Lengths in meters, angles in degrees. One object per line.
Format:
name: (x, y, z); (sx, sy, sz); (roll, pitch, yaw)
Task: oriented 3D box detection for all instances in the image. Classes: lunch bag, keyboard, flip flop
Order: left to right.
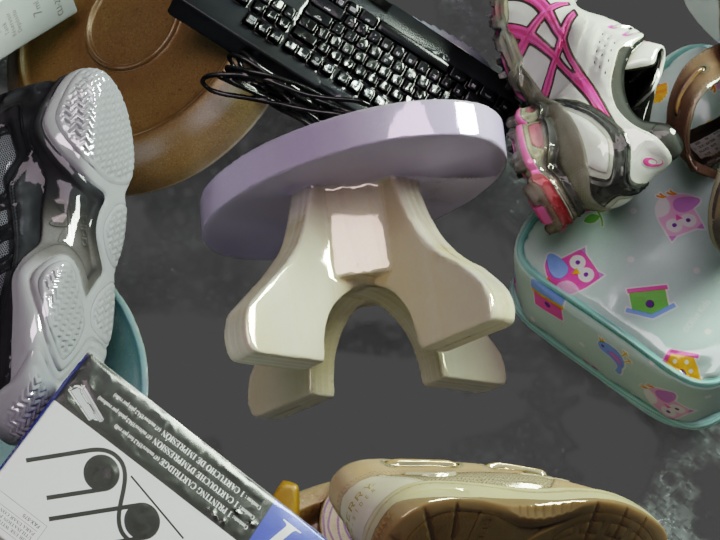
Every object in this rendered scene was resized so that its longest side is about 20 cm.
keyboard: (-0.007, -0.115, 1.007); (0.199, 0.040, 0.105); (30, 70, -6)
lunch bag: (0.184, -0.024, 1.014); (0.160, 0.077, 0.200); (33, 66, 22)
flip flop: (0.191, -0.090, 0.969); (0.057, 0.081, 0.201); (-8, 55, 19)

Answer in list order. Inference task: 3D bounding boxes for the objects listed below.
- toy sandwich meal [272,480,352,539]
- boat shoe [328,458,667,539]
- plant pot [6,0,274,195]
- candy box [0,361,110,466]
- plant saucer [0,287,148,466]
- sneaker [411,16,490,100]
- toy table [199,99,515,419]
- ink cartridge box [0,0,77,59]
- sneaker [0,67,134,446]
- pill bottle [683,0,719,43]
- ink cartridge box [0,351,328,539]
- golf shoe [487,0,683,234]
toy sandwich meal: (0.002, 0.190, 0.909); (0.203, 0.070, 0.207); (0, 62, 1)
boat shoe: (0.073, 0.125, 0.904); (0.064, 0.199, 0.072); (40, 107, 48)
plant pot: (-0.128, -0.142, 1.066); (0.198, 0.027, 0.202); (-9, 68, 23)
candy box: (-0.196, 0.129, 0.949); (0.200, 0.061, 0.136); (-38, 66, -17)
plant saucer: (-0.203, 0.073, 0.925); (0.198, 0.036, 0.201); (-1, 59, 2)
sneaker: (-0.026, -0.119, 1.071); (0.199, 0.070, 0.082); (20, 62, 13)
toy table: (0.000, 0.000, 0.960); (0.183, 0.200, 0.118); (5, 69, -31)
ink cartridge box: (-0.294, -0.164, 1.074); (0.173, 0.044, 0.200); (-37, 51, -24)
sneaker: (-0.183, -0.007, 0.913); (0.113, 0.076, 0.202); (-1, 64, 16)
pill bottle: (0.285, -0.221, 1.093); (0.116, 0.116, 0.200); (39, 69, 19)
ink cartridge box: (-0.076, 0.138, 0.834); (0.200, 0.044, 0.094); (38, 62, -7)
golf shoe: (0.123, -0.104, 0.993); (0.091, 0.073, 0.201); (-22, 42, 15)
